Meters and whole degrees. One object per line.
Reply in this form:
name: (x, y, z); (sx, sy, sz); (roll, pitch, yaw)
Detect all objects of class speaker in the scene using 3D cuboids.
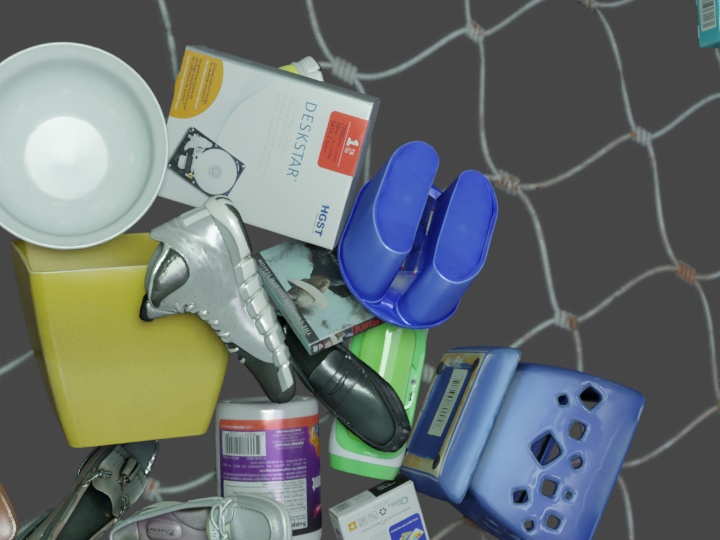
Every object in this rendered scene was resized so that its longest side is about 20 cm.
speaker: (0.021, 0.122, 1.408); (0.088, 0.088, 0.202); (13, 85, -19)

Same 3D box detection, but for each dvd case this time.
dvd case: (0.000, 0.000, 1.386); (0.199, 0.146, 0.022); (-23, 141, -18)

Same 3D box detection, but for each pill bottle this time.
pill bottle: (-0.096, 0.235, 1.349); (0.110, 0.111, 0.202); (-1, 90, -20)

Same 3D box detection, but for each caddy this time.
caddy: (0.057, -0.034, 1.332); (0.140, 0.105, 0.201); (27, 48, -7)

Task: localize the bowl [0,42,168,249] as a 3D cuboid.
bowl: (-0.293, -0.117, 1.287); (0.199, 0.090, 0.203); (1, 84, -13)

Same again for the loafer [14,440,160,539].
loafer: (-0.267, 0.241, 1.298); (0.200, 0.063, 0.072); (-48, 115, -23)

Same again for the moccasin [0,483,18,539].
moccasin: (-0.400, 0.189, 1.253); (0.073, 0.078, 0.203); (-31, 105, -20)

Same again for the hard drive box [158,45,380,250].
hard drive box: (-0.096, -0.127, 1.318); (0.198, 0.077, 0.157); (16, 100, 4)

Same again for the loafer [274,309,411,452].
loafer: (-0.027, 0.113, 1.346); (0.068, 0.070, 0.201); (-50, 61, 12)

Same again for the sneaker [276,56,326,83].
sneaker: (-0.072, -0.124, 1.390); (0.089, 0.078, 0.202); (-11, 86, -12)

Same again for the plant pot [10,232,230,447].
plant pot: (-0.230, 0.066, 1.268); (0.198, 0.200, 0.178); (-4, 100, -20)

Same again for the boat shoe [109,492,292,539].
boat shoe: (-0.158, 0.261, 1.283); (0.065, 0.200, 0.075); (-3, 89, -58)

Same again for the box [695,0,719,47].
box: (0.517, -0.324, 1.615); (0.198, 0.049, 0.083); (-5, 91, -20)

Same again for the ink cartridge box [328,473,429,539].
ink cartridge box: (0.037, 0.333, 1.425); (0.094, 0.037, 0.202); (-23, 107, -19)

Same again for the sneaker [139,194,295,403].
sneaker: (-0.137, 0.041, 1.163); (0.115, 0.075, 0.202); (-21, 103, -9)

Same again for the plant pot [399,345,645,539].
plant pot: (0.162, 0.186, 1.403); (0.179, 0.200, 0.201); (26, 81, -12)
